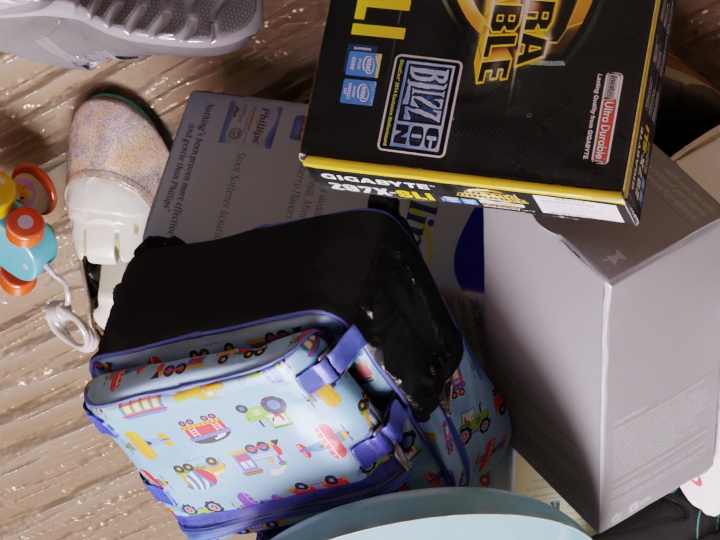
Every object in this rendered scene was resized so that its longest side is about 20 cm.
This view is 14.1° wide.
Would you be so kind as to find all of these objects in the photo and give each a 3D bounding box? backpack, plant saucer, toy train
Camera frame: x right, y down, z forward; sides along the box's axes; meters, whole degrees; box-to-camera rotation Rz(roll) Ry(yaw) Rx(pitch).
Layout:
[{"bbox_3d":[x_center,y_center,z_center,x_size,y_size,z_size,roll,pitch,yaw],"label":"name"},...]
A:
[{"bbox_3d":[-0.025,0.077,1.512,0.183,0.135,0.200,-10,130,29],"label":"backpack"},{"bbox_3d":[0.023,0.155,1.498,0.200,0.027,0.200,-8,154,-4],"label":"plant saucer"},{"bbox_3d":[-0.230,-0.017,1.752,0.200,0.056,0.150,9,137,43],"label":"toy train"}]

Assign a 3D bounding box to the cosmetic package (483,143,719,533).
[{"bbox_3d":[0.123,0.026,1.487,0.107,0.090,0.200,47,151,34],"label":"cosmetic package"}]

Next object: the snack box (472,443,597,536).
[{"bbox_3d":[0.125,0.140,1.659,0.037,0.116,0.200,5,-176,36],"label":"snack box"}]

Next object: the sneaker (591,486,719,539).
[{"bbox_3d":[0.199,0.126,1.649,0.079,0.200,0.075,67,155,11],"label":"sneaker"}]

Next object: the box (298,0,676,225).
[{"bbox_3d":[0.068,-0.129,1.384,0.160,0.200,0.049,7,165,17],"label":"box"}]

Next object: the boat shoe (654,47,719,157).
[{"bbox_3d":[0.122,-0.109,1.490,0.076,0.074,0.200,-34,140,29],"label":"boat shoe"}]

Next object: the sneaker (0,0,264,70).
[{"bbox_3d":[-0.140,-0.146,1.571,0.200,0.075,0.082,10,157,22],"label":"sneaker"}]

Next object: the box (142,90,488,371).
[{"bbox_3d":[0.000,0.000,1.629,0.200,0.105,0.184,9,153,14],"label":"box"}]

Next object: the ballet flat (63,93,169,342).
[{"bbox_3d":[-0.141,-0.017,1.720,0.068,0.067,0.200,8,141,12],"label":"ballet flat"}]

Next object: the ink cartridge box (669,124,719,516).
[{"bbox_3d":[0.201,0.023,1.536,0.147,0.083,0.200,55,156,13],"label":"ink cartridge box"}]
